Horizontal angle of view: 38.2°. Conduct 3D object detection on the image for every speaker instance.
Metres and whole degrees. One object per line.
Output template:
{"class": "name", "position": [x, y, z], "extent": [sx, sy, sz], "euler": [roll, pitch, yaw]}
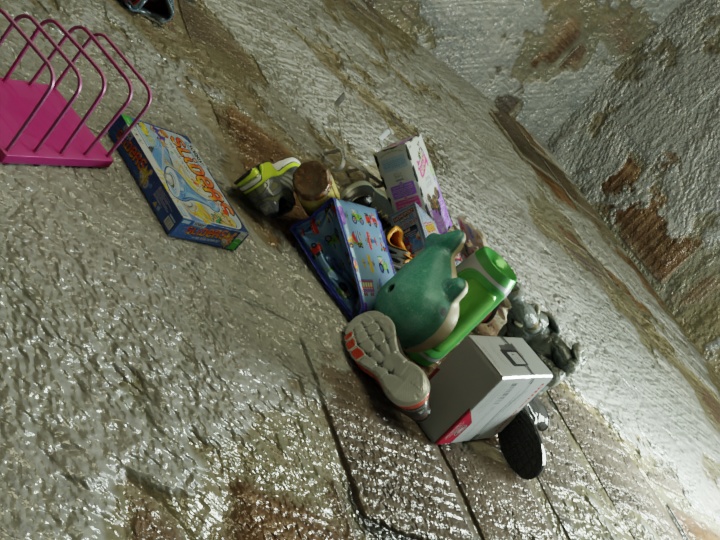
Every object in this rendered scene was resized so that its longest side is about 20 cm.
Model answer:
{"class": "speaker", "position": [0.149, 0.057, 1.615], "extent": [0.088, 0.200, 0.089], "euler": [38, 20, -17]}

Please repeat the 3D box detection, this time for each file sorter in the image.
{"class": "file sorter", "position": [-0.368, -0.220, 1.247], "extent": [0.139, 0.125, 0.200], "euler": [49, 20, 13]}

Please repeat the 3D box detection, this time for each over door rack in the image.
{"class": "over door rack", "position": [-0.002, -0.234, 2.076], "extent": [0.147, 0.066, 0.202], "euler": [33, 42, -34]}

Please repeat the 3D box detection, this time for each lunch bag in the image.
{"class": "lunch bag", "position": [0.000, 0.000, 1.625], "extent": [0.150, 0.094, 0.201], "euler": [8, 52, -62]}

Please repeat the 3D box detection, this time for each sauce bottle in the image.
{"class": "sauce bottle", "position": [-0.064, -0.112, 1.655], "extent": [0.066, 0.066, 0.200], "euler": [50, -6, 17]}

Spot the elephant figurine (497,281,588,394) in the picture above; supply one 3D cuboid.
{"class": "elephant figurine", "position": [0.321, 0.117, 1.928], "extent": [0.141, 0.155, 0.201], "euler": [-25, 78, -46]}

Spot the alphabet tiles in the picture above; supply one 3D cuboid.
{"class": "alphabet tiles", "position": [0.234, -0.003, 2.020], "extent": [0.200, 0.014, 0.197], "euler": [-131, -161, -62]}

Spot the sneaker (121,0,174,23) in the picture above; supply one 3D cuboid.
{"class": "sneaker", "position": [-0.401, -0.508, 1.833], "extent": [0.199, 0.079, 0.096], "euler": [25, 29, -43]}

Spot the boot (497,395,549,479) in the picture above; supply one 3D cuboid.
{"class": "boot", "position": [0.267, 0.242, 1.657], "extent": [0.131, 0.070, 0.201], "euler": [22, 40, -48]}

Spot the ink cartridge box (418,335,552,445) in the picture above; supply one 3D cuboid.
{"class": "ink cartridge box", "position": [0.177, 0.174, 1.522], "extent": [0.084, 0.145, 0.199], "euler": [50, 20, 24]}

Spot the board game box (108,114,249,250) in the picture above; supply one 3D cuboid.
{"class": "board game box", "position": [-0.249, -0.120, 1.422], "extent": [0.135, 0.034, 0.201], "euler": [13, 37, -56]}

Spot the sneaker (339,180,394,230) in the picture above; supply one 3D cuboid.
{"class": "sneaker", "position": [0.026, -0.095, 1.865], "extent": [0.107, 0.075, 0.200], "euler": [51, 19, 18]}

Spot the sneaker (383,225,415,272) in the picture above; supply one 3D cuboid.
{"class": "sneaker", "position": [0.068, 0.006, 1.744], "extent": [0.078, 0.077, 0.201], "euler": [21, 31, -51]}

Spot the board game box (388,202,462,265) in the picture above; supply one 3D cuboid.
{"class": "board game box", "position": [0.131, -0.017, 1.852], "extent": [0.199, 0.061, 0.202], "euler": [0, 67, -63]}

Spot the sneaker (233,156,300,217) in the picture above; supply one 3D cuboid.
{"class": "sneaker", "position": [-0.133, -0.126, 1.640], "extent": [0.082, 0.073, 0.200], "euler": [61, 22, 0]}

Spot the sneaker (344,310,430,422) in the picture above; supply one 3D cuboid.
{"class": "sneaker", "position": [0.038, 0.140, 1.459], "extent": [0.201, 0.076, 0.082], "euler": [58, -8, 46]}

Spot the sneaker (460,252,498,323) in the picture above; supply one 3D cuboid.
{"class": "sneaker", "position": [0.188, 0.031, 1.973], "extent": [0.086, 0.074, 0.201], "euler": [16, 26, -35]}

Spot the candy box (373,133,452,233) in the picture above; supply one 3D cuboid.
{"class": "candy box", "position": [0.105, -0.156, 2.032], "extent": [0.168, 0.071, 0.202], "euler": [-45, 117, -70]}

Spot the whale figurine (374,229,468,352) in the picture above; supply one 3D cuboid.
{"class": "whale figurine", "position": [0.089, 0.019, 1.546], "extent": [0.103, 0.158, 0.202], "euler": [36, 66, -33]}
